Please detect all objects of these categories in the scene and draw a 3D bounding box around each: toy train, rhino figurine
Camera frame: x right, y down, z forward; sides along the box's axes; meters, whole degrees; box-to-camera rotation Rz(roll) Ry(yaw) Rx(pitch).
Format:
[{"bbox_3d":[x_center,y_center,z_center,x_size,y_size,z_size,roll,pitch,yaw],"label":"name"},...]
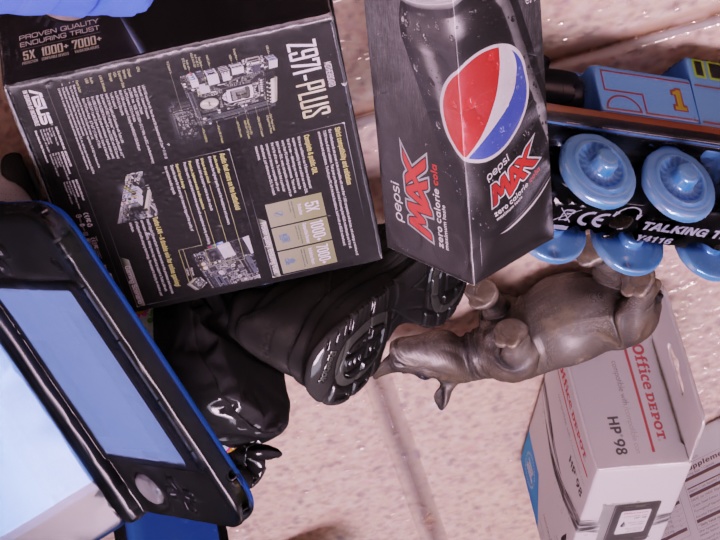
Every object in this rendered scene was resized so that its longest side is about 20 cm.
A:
[{"bbox_3d":[0.156,-0.062,1.261,0.199,0.115,0.087,6,147,-24],"label":"toy train"},{"bbox_3d":[0.099,0.039,1.423,0.199,0.060,0.087,-20,154,15],"label":"rhino figurine"}]

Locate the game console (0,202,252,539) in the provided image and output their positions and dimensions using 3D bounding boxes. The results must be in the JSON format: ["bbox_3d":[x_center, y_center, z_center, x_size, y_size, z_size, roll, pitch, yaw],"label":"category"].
[{"bbox_3d":[-0.180,0.077,1.162,0.170,0.118,0.201,1,128,55],"label":"game console"}]

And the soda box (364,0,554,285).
[{"bbox_3d":[0.049,-0.099,1.137,0.063,0.071,0.201,-29,127,-34],"label":"soda box"}]

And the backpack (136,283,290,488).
[{"bbox_3d":[-0.144,0.068,1.323,0.199,0.167,0.127,-27,122,23],"label":"backpack"}]

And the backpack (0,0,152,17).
[{"bbox_3d":[-0.116,-0.206,0.911,0.167,0.201,0.163,-1,141,-17],"label":"backpack"}]

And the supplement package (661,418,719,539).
[{"bbox_3d":[0.278,0.233,1.619,0.150,0.201,0.152,-28,141,21],"label":"supplement package"}]

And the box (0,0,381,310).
[{"bbox_3d":[-0.085,-0.080,1.170,0.163,0.086,0.200,-12,144,1],"label":"box"}]

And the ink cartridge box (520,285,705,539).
[{"bbox_3d":[0.163,0.113,1.496,0.066,0.116,0.201,-4,142,-11],"label":"ink cartridge box"}]

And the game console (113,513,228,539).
[{"bbox_3d":[-0.140,0.266,1.530,0.118,0.201,0.171,-30,141,21],"label":"game console"}]

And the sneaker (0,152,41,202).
[{"bbox_3d":[-0.237,-0.032,1.223,0.115,0.075,0.200,-40,147,25],"label":"sneaker"}]

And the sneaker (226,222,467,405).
[{"bbox_3d":[0.000,0.000,1.289,0.200,0.090,0.076,-33,140,-51],"label":"sneaker"}]
